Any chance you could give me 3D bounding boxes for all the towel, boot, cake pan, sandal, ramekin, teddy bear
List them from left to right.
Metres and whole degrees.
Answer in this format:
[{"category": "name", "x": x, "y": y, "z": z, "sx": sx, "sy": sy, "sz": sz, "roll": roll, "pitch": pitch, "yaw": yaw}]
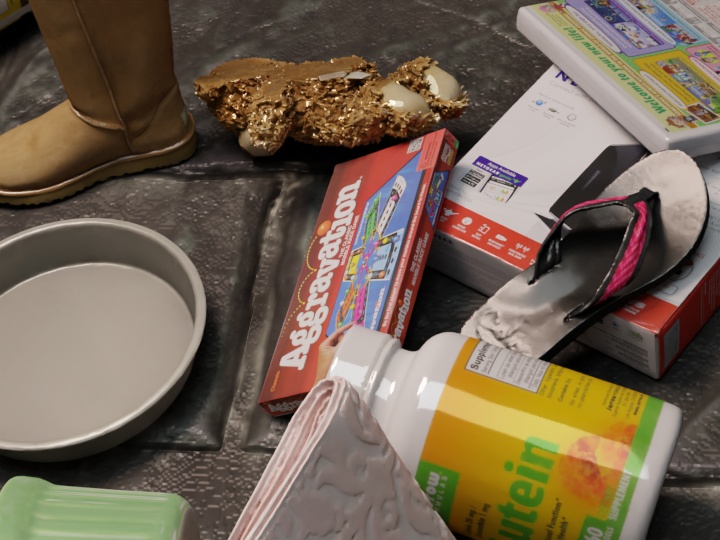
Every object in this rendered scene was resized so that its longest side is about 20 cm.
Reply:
[{"category": "boot", "x": -0.211, "y": -0.150, "z": 1.356, "sx": 0.175, "sy": 0.200, "sz": 0.066, "roll": -17, "pitch": 47, "yaw": -5}, {"category": "cake pan", "x": -0.198, "y": 0.049, "z": 1.286, "sx": 0.200, "sy": 0.037, "sz": 0.201, "roll": -6, "pitch": 47, "yaw": 6}, {"category": "ramekin", "x": -0.139, "y": 0.210, "z": 1.028, "sx": 0.097, "sy": 0.200, "sz": 0.200, "roll": -1, "pitch": 48, "yaw": 1}, {"category": "teddy bear", "x": -0.021, "y": -0.112, "z": 1.359, "sx": 0.200, "sy": 0.067, "sz": 0.145, "roll": -3, "pitch": 21, "yaw": 14}, {"category": "towel", "x": -0.014, "y": 0.190, "z": 1.022, "sx": 0.032, "sy": 0.200, "sz": 0.191, "roll": 4, "pitch": 49, "yaw": 39}, {"category": "sandal", "x": 0.143, "y": -0.006, "z": 1.195, "sx": 0.200, "sy": 0.045, "sz": 0.075, "roll": -41, "pitch": 55, "yaw": -13}]

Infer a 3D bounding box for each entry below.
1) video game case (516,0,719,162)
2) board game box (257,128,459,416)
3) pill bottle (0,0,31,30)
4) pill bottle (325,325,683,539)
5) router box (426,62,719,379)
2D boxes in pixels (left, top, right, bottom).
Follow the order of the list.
[{"category": "video game case", "x": 0.236, "y": -0.147, "z": 1.343, "sx": 0.182, "sy": 0.022, "sz": 0.200, "roll": -13, "pitch": 38, "yaw": -22}, {"category": "board game box", "x": 0.000, "y": 0.000, "z": 1.260, "sx": 0.103, "sy": 0.019, "sz": 0.200, "roll": -17, "pitch": 44, "yaw": 40}, {"category": "pill bottle", "x": -0.359, "y": -0.206, "z": 1.497, "sx": 0.200, "sy": 0.109, "sz": 0.109, "roll": -35, "pitch": 52, "yaw": -20}, {"category": "pill bottle", "x": 0.077, "y": 0.101, "z": 1.112, "sx": 0.200, "sy": 0.111, "sz": 0.111, "roll": 18, "pitch": 53, "yaw": 10}, {"category": "router box", "x": 0.164, "y": -0.040, "z": 1.287, "sx": 0.200, "sy": 0.049, "sz": 0.180, "roll": 26, "pitch": 58, "yaw": 30}]
